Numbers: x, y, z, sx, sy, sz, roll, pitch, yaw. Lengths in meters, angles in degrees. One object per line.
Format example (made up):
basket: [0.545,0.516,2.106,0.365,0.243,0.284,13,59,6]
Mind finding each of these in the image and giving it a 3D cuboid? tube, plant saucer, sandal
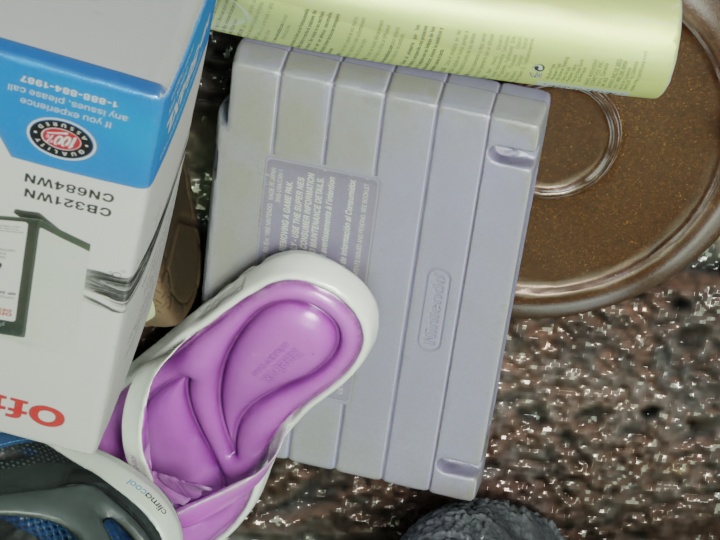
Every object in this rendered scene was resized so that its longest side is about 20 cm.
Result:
tube: [0.021,-0.101,1.050,0.199,0.052,0.058,4,126,-8]
plant saucer: [0.077,-0.060,1.128,0.199,0.032,0.201,-2,121,-3]
sandal: [-0.066,0.066,1.142,0.082,0.050,0.203,30,129,-7]

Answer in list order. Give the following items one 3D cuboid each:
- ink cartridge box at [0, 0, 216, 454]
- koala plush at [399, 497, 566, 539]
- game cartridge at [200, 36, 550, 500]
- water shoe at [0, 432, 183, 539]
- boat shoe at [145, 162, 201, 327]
ink cartridge box: [-0.139,-0.039,0.970,0.146,0.084,0.200,15,138,0]
koala plush: [0.019,0.211,1.203,0.200,0.178,0.184,-31,116,20]
game cartridge: [0.000,0.000,1.127,0.129,0.038,0.200,15,129,9]
water shoe: [-0.171,0.088,1.132,0.199,0.079,0.072,20,119,13]
boat shoe: [-0.118,-0.066,1.089,0.076,0.072,0.201,1,115,17]
